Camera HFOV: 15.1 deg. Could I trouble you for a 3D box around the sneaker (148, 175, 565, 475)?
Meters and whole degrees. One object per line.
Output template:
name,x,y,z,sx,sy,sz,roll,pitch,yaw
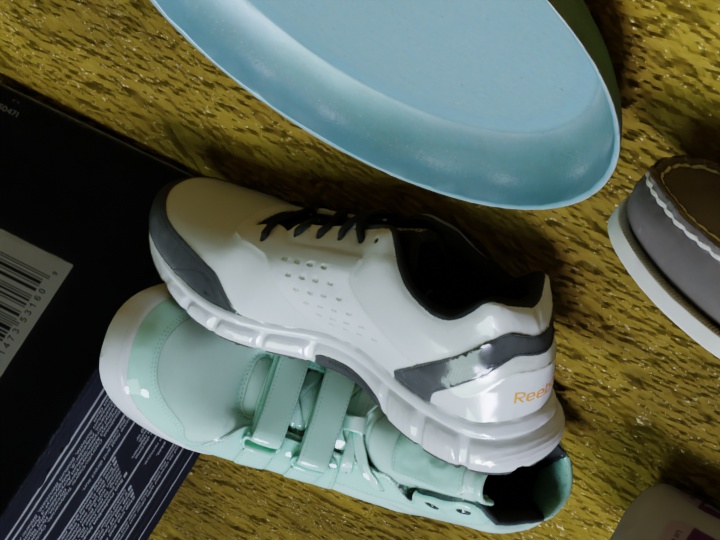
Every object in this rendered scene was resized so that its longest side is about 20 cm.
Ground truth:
sneaker,0.000,0.000,1.058,0.200,0.074,0.080,26,131,28

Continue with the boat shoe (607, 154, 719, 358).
boat shoe,0.168,0.015,0.833,0.200,0.072,0.060,35,133,22

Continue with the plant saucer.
plant saucer,0.002,-0.091,0.884,0.200,0.027,0.200,28,158,12

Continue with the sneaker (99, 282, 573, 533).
sneaker,-0.002,0.055,1.109,0.200,0.074,0.118,20,174,-35

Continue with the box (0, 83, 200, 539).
box,-0.154,0.061,1.202,0.123,0.200,0.198,26,158,15

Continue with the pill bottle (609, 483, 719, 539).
pill bottle,0.182,0.180,1.113,0.200,0.112,0.112,28,159,13
